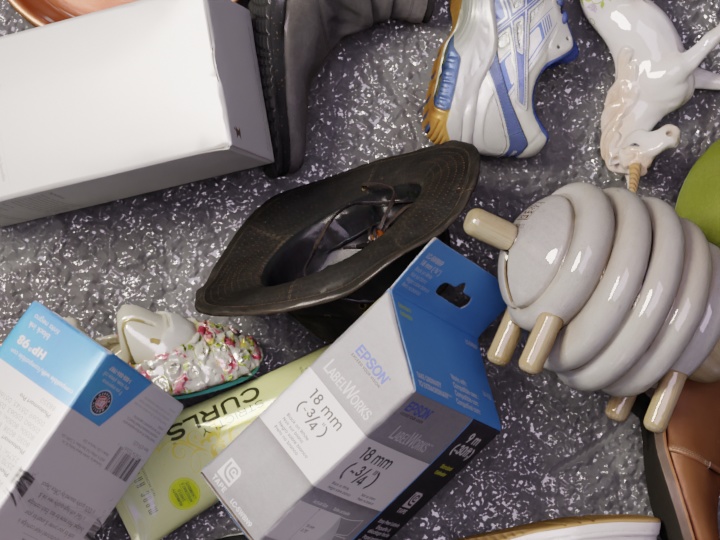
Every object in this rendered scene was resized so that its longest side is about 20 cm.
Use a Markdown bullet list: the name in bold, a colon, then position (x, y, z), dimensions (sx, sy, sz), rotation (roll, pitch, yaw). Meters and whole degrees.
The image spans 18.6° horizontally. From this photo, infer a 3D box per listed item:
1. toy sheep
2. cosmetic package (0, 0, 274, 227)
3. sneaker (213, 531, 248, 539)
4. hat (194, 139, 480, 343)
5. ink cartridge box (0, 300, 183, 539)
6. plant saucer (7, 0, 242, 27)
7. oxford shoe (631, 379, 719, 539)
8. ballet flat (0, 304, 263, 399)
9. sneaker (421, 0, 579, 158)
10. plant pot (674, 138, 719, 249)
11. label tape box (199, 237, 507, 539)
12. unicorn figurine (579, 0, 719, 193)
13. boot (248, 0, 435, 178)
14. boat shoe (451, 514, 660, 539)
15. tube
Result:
- **toy sheep**: position (0.148, 0.014, 1.326), dimensions (0.200, 0.138, 0.138), rotation (26, 81, -23)
- **cosmetic package**: position (-0.166, -0.101, 1.381), dimensions (0.200, 0.085, 0.108), rotation (-11, 82, 16)
- **sneaker**: position (-0.119, 0.209, 1.362), dimensions (0.200, 0.088, 0.076), rotation (-12, 82, -3)
- **hat**: position (0.000, 0.000, 1.374), dimensions (0.200, 0.201, 0.081), rotation (-33, 113, -6)
- **ink cartridge box**: position (-0.204, 0.130, 1.288), dimensions (0.067, 0.116, 0.200), rotation (32, 83, 26)
- **plant saucer**: position (-0.156, -0.239, 1.459), dimensions (0.200, 0.032, 0.201), rotation (0, 81, -2)
- **oxford shoe**: position (0.214, 0.116, 1.394), dimensions (0.071, 0.071, 0.200), rotation (-9, 80, -7)
- **ballet flat**: position (-0.163, 0.057, 1.388), dimensions (0.200, 0.076, 0.064), rotation (-13, 115, -4)
- **sneaker**: position (0.103, -0.170, 1.439), dimensions (0.088, 0.075, 0.200), rotation (13, 90, -6)
- **plant pot**: position (0.312, -0.038, 1.335), dimensions (0.187, 0.200, 0.187), rotation (3, 75, -11)
- **label tape box**: position (0.019, 0.087, 1.329), dimensions (0.200, 0.144, 0.063), rotation (-45, 63, 8)
- **unicorn figurine**: position (0.195, -0.148, 1.438), dimensions (0.137, 0.074, 0.200), rotation (-29, 69, 4)
- **boot**: position (-0.011, -0.162, 1.430), dimensions (0.131, 0.070, 0.200), rotation (-5, 102, -22)
- **boat shoe**: position (0.095, 0.197, 1.375), dimensions (0.200, 0.071, 0.069), rotation (-11, 85, -8)
- **tube**: position (-0.069, 0.102, 1.400), dimensions (0.200, 0.052, 0.058), rotation (-26, 39, -2)
